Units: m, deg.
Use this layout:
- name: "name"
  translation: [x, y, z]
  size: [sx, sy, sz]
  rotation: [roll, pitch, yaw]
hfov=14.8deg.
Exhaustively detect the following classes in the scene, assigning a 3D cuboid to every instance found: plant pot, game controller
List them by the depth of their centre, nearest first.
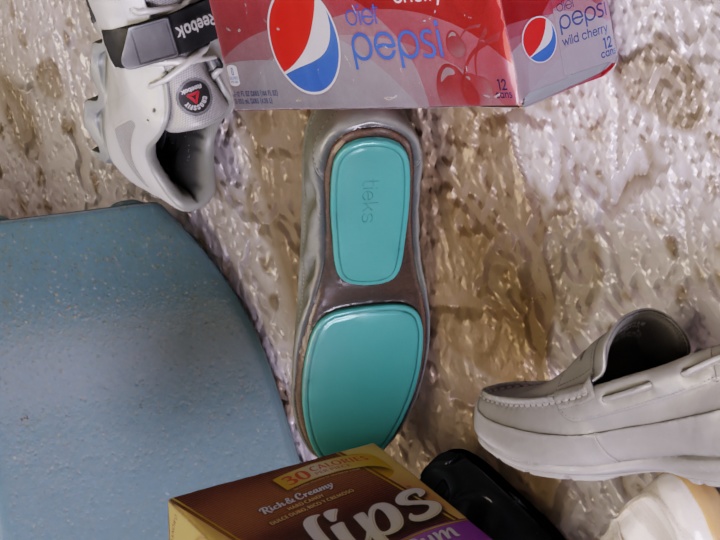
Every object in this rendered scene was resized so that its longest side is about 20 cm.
- name: "game controller"
  translation: [0.055, 0.182, 1.367]
  size: [0.104, 0.042, 0.201]
  rotation: [35, 136, 25]
- name: "plant pot"
  translation: [-0.161, 0.072, 1.510]
  size: [0.196, 0.195, 0.201]
  rotation: [-17, 81, 59]

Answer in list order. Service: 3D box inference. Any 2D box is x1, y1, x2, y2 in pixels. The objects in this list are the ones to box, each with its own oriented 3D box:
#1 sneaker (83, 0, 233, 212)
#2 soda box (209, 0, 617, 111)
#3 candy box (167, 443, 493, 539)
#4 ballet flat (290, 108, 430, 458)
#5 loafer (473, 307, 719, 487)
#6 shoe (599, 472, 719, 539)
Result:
- name: "sneaker"
  translation: [-0.096, -0.118, 1.408]
  size: [0.088, 0.074, 0.201]
  rotation: [43, 149, 39]
- name: "soda box"
  translation: [0.019, -0.111, 1.213]
  size: [0.199, 0.063, 0.070]
  rotation: [3, 110, 50]
- name: "candy box"
  translation: [0.007, 0.153, 1.257]
  size: [0.200, 0.116, 0.057]
  rotation: [34, 131, 52]
- name: "ballet flat"
  translation: [0.000, 0.000, 1.339]
  size: [0.064, 0.067, 0.201]
  rotation: [-105, 16, -56]
- name: "loafer"
  translation: [0.119, 0.050, 1.161]
  size: [0.199, 0.070, 0.070]
  rotation: [-4, 98, 51]
- name: "shoe"
  translation: [0.119, 0.168, 1.232]
  size: [0.070, 0.053, 0.201]
  rotation: [48, 142, 33]
